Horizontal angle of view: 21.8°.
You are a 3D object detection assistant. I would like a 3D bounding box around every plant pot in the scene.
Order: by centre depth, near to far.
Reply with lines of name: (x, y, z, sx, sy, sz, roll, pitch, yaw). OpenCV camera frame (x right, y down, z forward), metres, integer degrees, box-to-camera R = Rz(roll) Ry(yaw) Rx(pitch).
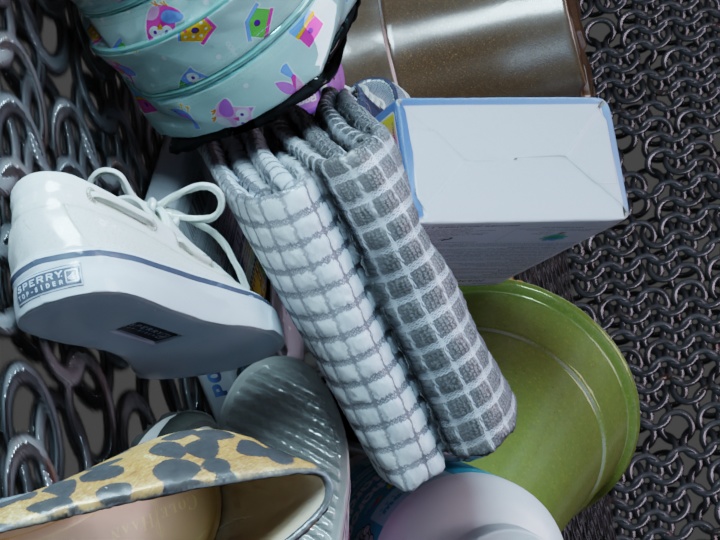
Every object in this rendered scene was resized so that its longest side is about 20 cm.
plant pot: (0.072, 0.136, 1.263, 0.190, 0.200, 0.200, -54, 132, -58)
plant pot: (0.085, -0.190, 1.568, 0.200, 0.198, 0.201, -12, 90, -79)

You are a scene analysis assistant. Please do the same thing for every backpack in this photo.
backpack: (-0.072, -0.152, 0.932, 0.127, 0.167, 0.200, 48, 29, -28)

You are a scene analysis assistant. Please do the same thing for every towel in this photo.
towel: (0.000, 0.000, 0.932, 0.166, 0.085, 0.200, 62, -3, -17)

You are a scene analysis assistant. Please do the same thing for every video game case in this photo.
video game case: (-0.072, -0.001, 1.050, 0.200, 0.022, 0.183, -84, 159, -59)

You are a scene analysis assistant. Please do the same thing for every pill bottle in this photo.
pill bottle: (0.047, 0.162, 1.047, 0.200, 0.111, 0.111, -175, -110, -73)

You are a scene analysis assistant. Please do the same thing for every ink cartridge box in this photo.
ink cartridge box: (0.048, -0.038, 1.115, 0.200, 0.136, 0.077, 145, -59, -63)

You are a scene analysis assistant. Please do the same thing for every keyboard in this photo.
keyboard: (-0.043, -0.010, 1.128, 0.200, 0.011, 0.056, -91, 170, -45)

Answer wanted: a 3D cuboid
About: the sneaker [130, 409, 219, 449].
sneaker: (-0.064, 0.144, 0.792, 0.074, 0.079, 0.200, 63, 17, -45)

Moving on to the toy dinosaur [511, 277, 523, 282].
toy dinosaur: (0.085, 0.039, 1.456, 0.200, 0.136, 0.102, 29, 50, -16)

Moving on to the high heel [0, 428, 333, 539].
high heel: (-0.087, 0.103, 0.554, 0.200, 0.142, 0.072, -68, 144, -70)

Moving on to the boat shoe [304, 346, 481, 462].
boat shoe: (0.001, 0.068, 1.085, 0.200, 0.067, 0.074, 6, -78, 59)

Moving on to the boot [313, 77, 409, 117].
boot: (0.001, -0.110, 1.383, 0.200, 0.073, 0.090, -85, 165, -54)

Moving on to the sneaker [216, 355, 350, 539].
sneaker: (-0.034, 0.149, 0.985, 0.114, 0.072, 0.201, 58, 26, -81)

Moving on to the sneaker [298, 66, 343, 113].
sneaker: (-0.045, -0.160, 1.189, 0.200, 0.072, 0.115, 28, 54, -75)

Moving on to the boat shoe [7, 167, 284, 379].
boat shoe: (-0.097, -0.006, 0.831, 0.202, 0.074, 0.086, 24, 50, -64)
